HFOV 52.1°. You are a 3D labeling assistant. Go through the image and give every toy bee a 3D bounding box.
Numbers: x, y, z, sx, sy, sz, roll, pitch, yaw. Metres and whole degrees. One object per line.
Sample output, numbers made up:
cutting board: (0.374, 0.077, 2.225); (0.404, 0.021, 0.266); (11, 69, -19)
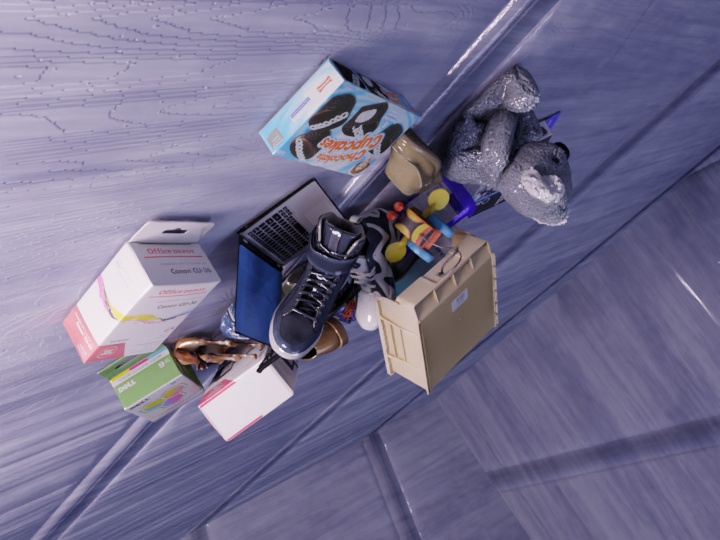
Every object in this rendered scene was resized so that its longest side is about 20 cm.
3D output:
toy bee: (0.090, -0.071, 1.114); (0.131, 0.109, 0.200); (-54, -167, -11)

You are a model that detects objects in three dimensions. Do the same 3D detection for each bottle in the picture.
bottle: (0.098, -0.078, 1.255); (0.200, 0.084, 0.065); (-37, 163, 3)

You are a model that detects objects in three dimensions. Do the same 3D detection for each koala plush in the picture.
koala plush: (0.235, -0.153, 1.094); (0.184, 0.200, 0.177); (-41, 162, 3)

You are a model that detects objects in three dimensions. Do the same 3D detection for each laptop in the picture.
laptop: (-0.094, -0.002, 1.051); (0.200, 0.116, 0.187); (-35, 163, 2)

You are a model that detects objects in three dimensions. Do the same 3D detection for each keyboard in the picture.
keyboard: (-0.086, 0.079, 1.143); (0.200, 0.040, 0.104); (-38, -178, 22)

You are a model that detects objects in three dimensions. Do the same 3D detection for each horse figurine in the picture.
horse figurine: (-0.244, 0.133, 1.194); (0.132, 0.050, 0.200); (-3, 175, 15)

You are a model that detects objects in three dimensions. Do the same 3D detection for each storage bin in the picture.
storage bin: (0.130, 0.063, 1.219); (0.200, 0.094, 0.199); (-39, 137, -28)

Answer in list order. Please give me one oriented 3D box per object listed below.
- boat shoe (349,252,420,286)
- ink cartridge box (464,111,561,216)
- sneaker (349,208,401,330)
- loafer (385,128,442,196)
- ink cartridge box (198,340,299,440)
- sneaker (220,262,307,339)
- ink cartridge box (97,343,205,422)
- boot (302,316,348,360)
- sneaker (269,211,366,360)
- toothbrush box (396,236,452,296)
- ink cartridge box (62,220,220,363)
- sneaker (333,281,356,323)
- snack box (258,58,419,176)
boat shoe: (0.045, -0.005, 1.346); (0.200, 0.075, 0.060); (-53, -167, 22)
ink cartridge box: (0.273, -0.187, 1.360); (0.199, 0.043, 0.198); (-28, 161, -25)
sneaker: (0.000, 0.000, 1.167); (0.129, 0.079, 0.200); (-3, 109, -55)
loafer: (0.072, -0.146, 1.045); (0.067, 0.076, 0.200); (-43, 162, 5)
ink cartridge box: (-0.189, 0.190, 1.302); (0.145, 0.084, 0.200); (-36, -169, 7)
sneaker: (-0.138, 0.064, 1.218); (0.199, 0.077, 0.085); (-27, 165, -22)
ink cartridge box: (-0.331, 0.181, 1.189); (0.104, 0.059, 0.200); (-31, 162, -8)
boot: (-0.108, 0.106, 1.263); (0.075, 0.074, 0.200); (-32, -159, -29)
sneaker: (-0.058, 0.012, 1.004); (0.146, 0.077, 0.203); (113, 3, -50)
toothbrush box: (0.115, 0.006, 1.403); (0.200, 0.147, 0.085); (-44, 161, 24)
ink cartridge box: (-0.258, 0.025, 0.905); (0.200, 0.068, 0.116); (-44, 160, 27)
sneaker: (-0.029, 0.054, 1.297); (0.076, 0.078, 0.200); (-55, -179, -1)
snack box: (-0.018, -0.173, 0.875); (0.116, 0.037, 0.200); (-42, 161, 22)
